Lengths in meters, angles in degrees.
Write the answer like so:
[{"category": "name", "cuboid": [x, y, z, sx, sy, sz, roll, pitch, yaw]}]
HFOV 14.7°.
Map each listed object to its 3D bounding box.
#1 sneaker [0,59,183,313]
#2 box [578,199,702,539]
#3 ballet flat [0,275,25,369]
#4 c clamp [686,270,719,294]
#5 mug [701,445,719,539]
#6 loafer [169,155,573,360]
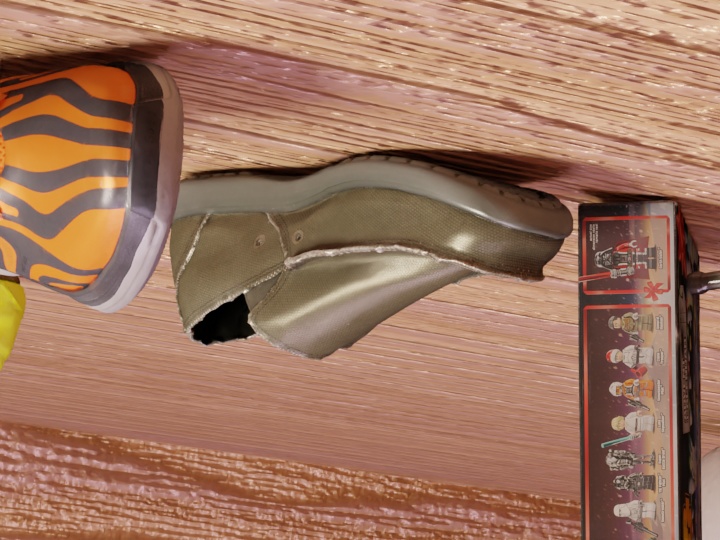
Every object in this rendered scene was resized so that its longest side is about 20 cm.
[{"category": "sneaker", "cuboid": [-0.134, -0.030, 0.871, 0.112, 0.078, 0.200, 9, 173, -26]}, {"category": "box", "cuboid": [0.108, 0.082, 1.057, 0.040, 0.200, 0.137, -1, 172, 11]}, {"category": "ballet flat", "cuboid": [-0.260, 0.017, 1.392, 0.200, 0.067, 0.067, 11, 172, -31]}, {"category": "c clamp", "cuboid": [0.245, 0.005, 1.046, 0.171, 0.027, 0.200, -7, 166, 35]}, {"category": "mug", "cuboid": [0.308, 0.172, 1.919, 0.200, 0.148, 0.175, -23, 169, -9]}, {"category": "loafer", "cuboid": [0.000, 0.000, 1.022, 0.075, 0.070, 0.200, 12, 171, -37]}]
